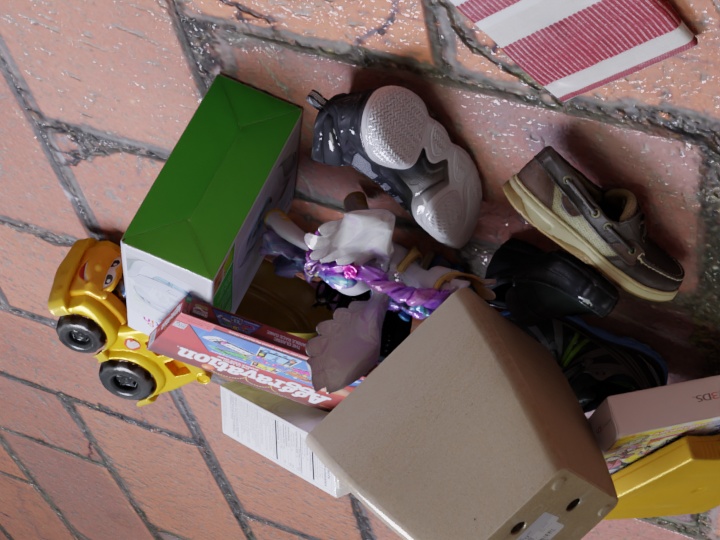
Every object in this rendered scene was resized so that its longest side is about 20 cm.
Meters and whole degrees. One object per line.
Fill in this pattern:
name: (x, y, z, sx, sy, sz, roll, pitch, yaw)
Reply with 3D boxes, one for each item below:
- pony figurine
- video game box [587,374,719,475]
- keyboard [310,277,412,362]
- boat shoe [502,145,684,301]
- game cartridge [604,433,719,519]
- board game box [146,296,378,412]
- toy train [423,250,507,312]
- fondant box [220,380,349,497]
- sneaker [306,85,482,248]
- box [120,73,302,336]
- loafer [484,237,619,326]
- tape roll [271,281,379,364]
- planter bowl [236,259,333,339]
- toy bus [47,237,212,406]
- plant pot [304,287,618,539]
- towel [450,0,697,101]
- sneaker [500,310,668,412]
pony figurine: (0.000, 0.000, 1.320, 0.199, 0.192, 0.168, 31, 123, 43)
video game box: (0.300, 0.153, 1.399, 0.198, 0.047, 0.182, -9, 158, -15)
keyboard: (0.004, 0.024, 1.428, 0.103, 0.200, 0.040, 14, 113, 0)
boat shoe: (0.210, -0.038, 1.239, 0.199, 0.074, 0.065, 27, 116, -31)
game cartridge: (0.325, 0.200, 1.433, 0.198, 0.033, 0.176, 5, 150, -36)
board game box: (-0.089, 0.081, 1.358, 0.198, 0.020, 0.103, 20, 152, -18)
toy train: (0.130, 0.045, 1.489, 0.199, 0.034, 0.046, 37, 146, -20)
fondant box: (-0.029, 0.151, 1.486, 0.199, 0.143, 0.059, 22, 119, 48)
sneaker: (0.028, -0.097, 1.299, 0.113, 0.076, 0.200, 16, 157, 39)
box: (-0.141, -0.047, 1.386, 0.096, 0.201, 0.177, 23, 152, 6)
loafer: (0.165, 0.020, 1.307, 0.068, 0.071, 0.200, 36, 175, -20)
tape roll: (-0.030, 0.098, 1.685, 0.198, 0.066, 0.201, 21, 151, 12)
planter bowl: (-0.133, 0.051, 1.546, 0.199, 0.084, 0.201, 21, -163, -7)
toy bus: (-0.238, 0.049, 1.728, 0.190, 0.137, 0.200, -13, 132, 33)
plant pot: (0.109, 0.171, 1.298, 0.177, 0.200, 0.200, 52, -169, 35)
towel: (0.132, -0.209, 1.067, 0.200, 0.023, 0.143, 39, 148, -25)
sneaker: (0.203, 0.094, 1.437, 0.198, 0.083, 0.071, 18, 144, 2)
